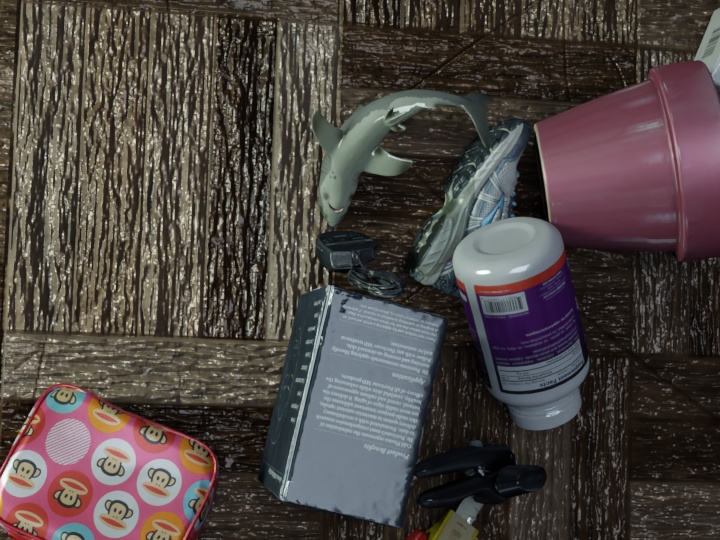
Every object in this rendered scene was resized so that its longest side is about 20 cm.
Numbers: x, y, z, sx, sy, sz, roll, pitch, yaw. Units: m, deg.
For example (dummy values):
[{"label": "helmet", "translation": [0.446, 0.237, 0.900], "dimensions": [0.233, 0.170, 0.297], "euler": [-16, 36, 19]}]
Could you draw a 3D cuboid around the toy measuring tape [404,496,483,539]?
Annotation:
[{"label": "toy measuring tape", "translation": [0.090, 0.271, 1.372], "dimensions": [0.073, 0.074, 0.201], "euler": [39, 59, -5]}]

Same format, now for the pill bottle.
[{"label": "pill bottle", "translation": [0.166, 0.056, 1.340], "dimensions": [0.111, 0.113, 0.202], "euler": [-22, 116, -10]}]

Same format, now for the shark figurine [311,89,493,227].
[{"label": "shark figurine", "translation": [0.028, -0.154, 1.368], "dimensions": [0.213, 0.090, 0.129], "euler": [-30, 118, 6]}]

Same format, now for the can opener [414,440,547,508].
[{"label": "can opener", "translation": [0.106, 0.196, 1.295], "dimensions": [0.078, 0.199, 0.064], "euler": [-26, 70, 31]}]

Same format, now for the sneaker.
[{"label": "sneaker", "translation": [0.128, -0.064, 1.392], "dimensions": [0.086, 0.078, 0.201], "euler": [32, 89, -18]}]

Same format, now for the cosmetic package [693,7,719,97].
[{"label": "cosmetic package", "translation": [0.465, -0.201, 1.440], "dimensions": [0.198, 0.085, 0.109], "euler": [27, 83, -7]}]

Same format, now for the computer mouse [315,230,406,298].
[{"label": "computer mouse", "translation": [0.000, 0.000, 1.301], "dimensions": [0.058, 0.200, 0.034], "euler": [-5, 107, -14]}]

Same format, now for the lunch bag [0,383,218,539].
[{"label": "lunch bag", "translation": [-0.248, 0.222, 1.276], "dimensions": [0.198, 0.082, 0.177], "euler": [25, 67, 2]}]

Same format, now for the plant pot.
[{"label": "plant pot", "translation": [0.273, -0.101, 1.360], "dimensions": [0.177, 0.200, 0.203], "euler": [-9, 88, 7]}]

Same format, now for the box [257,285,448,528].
[{"label": "box", "translation": [-0.013, 0.128, 1.282], "dimensions": [0.123, 0.200, 0.199], "euler": [16, 84, -9]}]
